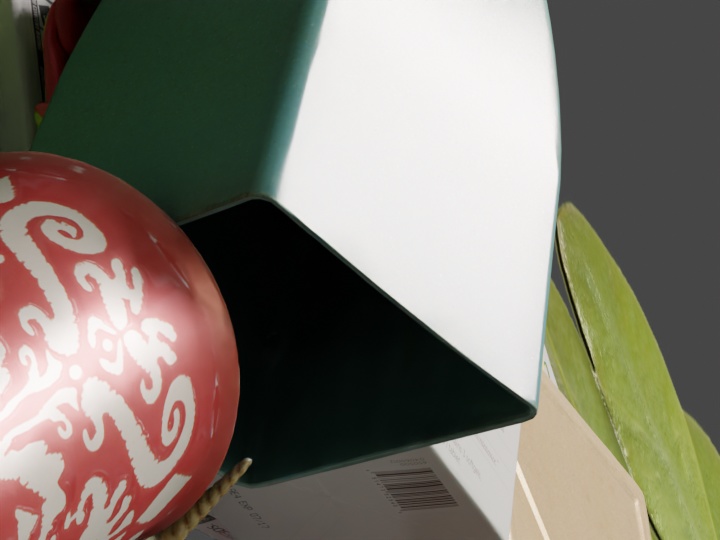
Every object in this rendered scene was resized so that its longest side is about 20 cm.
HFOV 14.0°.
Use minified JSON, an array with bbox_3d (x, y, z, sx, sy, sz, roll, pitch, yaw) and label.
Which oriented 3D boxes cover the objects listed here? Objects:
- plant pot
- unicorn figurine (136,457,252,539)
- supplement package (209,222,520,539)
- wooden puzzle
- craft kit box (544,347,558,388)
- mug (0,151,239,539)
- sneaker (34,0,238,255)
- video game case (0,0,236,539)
[{"bbox_3d":[-0.017,-0.054,1.023,0.141,0.141,0.201,38,50,-35],"label":"plant pot"},{"bbox_3d":[-0.073,0.169,0.988,0.200,0.073,0.138,94,-4,-60],"label":"unicorn figurine"},{"bbox_3d":[0.000,0.000,1.158,0.114,0.109,0.201,53,37,-51],"label":"supplement package"},{"bbox_3d":[0.095,0.126,1.363,0.185,0.037,0.201,50,21,-42],"label":"wooden puzzle"},{"bbox_3d":[0.046,0.045,1.465,0.197,0.048,0.201,-37,110,-72],"label":"craft kit box"},{"bbox_3d":[-0.124,0.073,0.850,0.178,0.133,0.200,69,23,-8],"label":"mug"},{"bbox_3d":[-0.078,-0.092,1.119,0.090,0.078,0.201,56,26,-35],"label":"sneaker"},{"bbox_3d":[-0.092,-0.005,1.156,0.182,0.023,0.201,36,41,-59],"label":"video game case"}]
